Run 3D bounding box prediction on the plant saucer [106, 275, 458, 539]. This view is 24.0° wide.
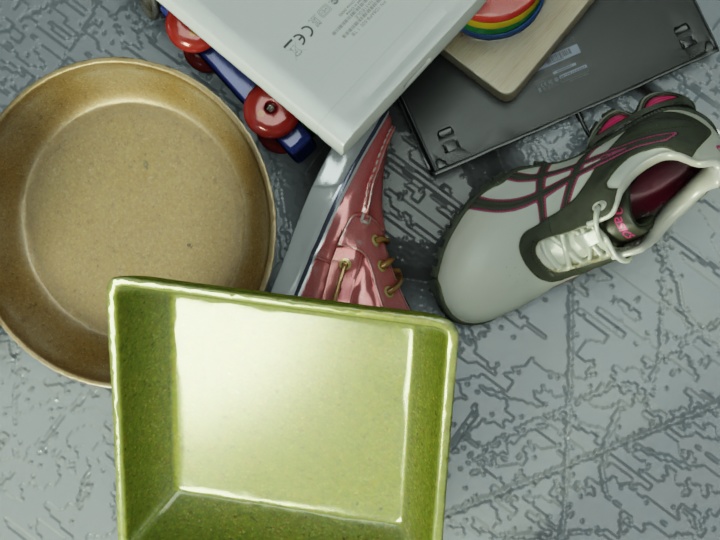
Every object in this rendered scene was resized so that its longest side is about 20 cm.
[{"bbox_3d":[-0.043,0.089,0.994,0.199,0.048,0.200,8,121,8],"label":"plant saucer"}]

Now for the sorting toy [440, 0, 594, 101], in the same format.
[{"bbox_3d":[0.077,-0.246,1.046,0.199,0.070,0.200,39,85,8],"label":"sorting toy"}]

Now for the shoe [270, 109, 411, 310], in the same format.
[{"bbox_3d":[0.000,0.000,1.036,0.091,0.071,0.201,23,91,1],"label":"shoe"}]

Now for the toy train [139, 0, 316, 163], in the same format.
[{"bbox_3d":[-0.069,-0.174,1.040,0.116,0.085,0.200,-42,85,-1],"label":"toy train"}]

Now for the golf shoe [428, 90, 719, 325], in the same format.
[{"bbox_3d":[0.127,-0.031,1.012,0.200,0.088,0.077,-37,112,9],"label":"golf shoe"}]

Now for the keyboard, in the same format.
[{"bbox_3d":[0.131,-0.109,1.067,0.199,0.021,0.127,-23,80,0],"label":"keyboard"}]

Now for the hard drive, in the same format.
[{"bbox_3d":[-0.042,-0.178,0.991,0.200,0.027,0.132,40,78,9],"label":"hard drive"}]

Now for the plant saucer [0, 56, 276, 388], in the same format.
[{"bbox_3d":[-0.143,-0.030,1.037,0.199,0.035,0.201,1,96,13],"label":"plant saucer"}]
